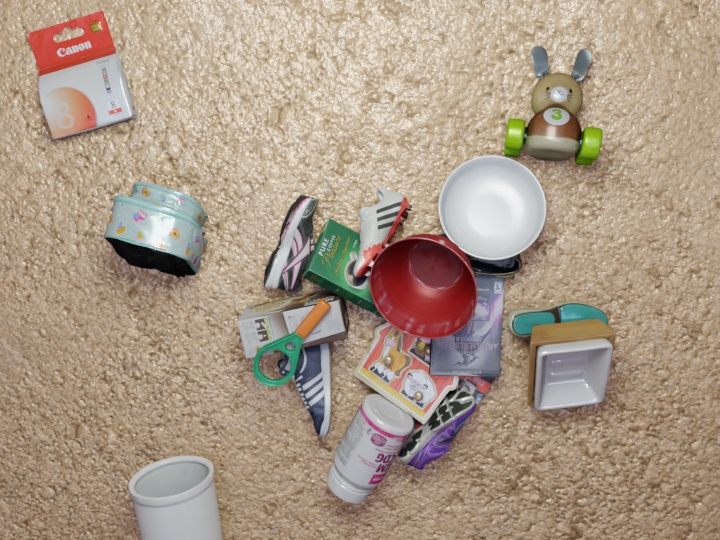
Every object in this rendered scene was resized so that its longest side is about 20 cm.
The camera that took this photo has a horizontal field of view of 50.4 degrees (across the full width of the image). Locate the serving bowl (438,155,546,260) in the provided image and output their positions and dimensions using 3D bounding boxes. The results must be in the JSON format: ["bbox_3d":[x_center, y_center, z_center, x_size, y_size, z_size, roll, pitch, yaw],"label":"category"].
[{"bbox_3d":[0.244,-0.111,1.438,0.197,0.066,0.203,-1,78,4],"label":"serving bowl"}]

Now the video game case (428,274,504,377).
[{"bbox_3d":[0.208,0.105,1.495,0.141,0.019,0.203,3,89,-9],"label":"video game case"}]

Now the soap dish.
[{"bbox_3d":[0.397,0.180,1.470,0.155,0.082,0.201,-7,136,3],"label":"soap dish"}]

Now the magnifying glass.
[{"bbox_3d":[-0.126,0.134,1.424,0.079,0.022,0.200,38,104,-10],"label":"magnifying glass"}]

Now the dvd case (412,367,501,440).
[{"bbox_3d":[0.173,0.242,1.555,0.145,0.022,0.201,31,100,-5],"label":"dvd case"}]

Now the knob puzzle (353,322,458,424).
[{"bbox_3d":[0.109,0.172,1.512,0.217,0.030,0.223,0,87,9],"label":"knob puzzle"}]

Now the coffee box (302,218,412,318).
[{"bbox_3d":[0.000,0.000,1.453,0.198,0.044,0.124,26,63,-13],"label":"coffee box"}]

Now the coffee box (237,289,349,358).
[{"bbox_3d":[-0.126,0.100,1.482,0.198,0.114,0.081,-12,102,4],"label":"coffee box"}]

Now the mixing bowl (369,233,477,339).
[{"bbox_3d":[0.126,0.011,1.390,0.198,0.109,0.202,9,119,17],"label":"mixing bowl"}]

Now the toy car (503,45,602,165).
[{"bbox_3d":[0.354,-0.304,1.379,0.162,0.158,0.203,8,91,10],"label":"toy car"}]

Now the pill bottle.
[{"bbox_3d":[0.015,0.358,1.530,0.112,0.114,0.201,26,110,-4],"label":"pill bottle"}]

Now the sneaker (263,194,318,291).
[{"bbox_3d":[-0.117,-0.049,1.480,0.086,0.080,0.202,19,109,-16],"label":"sneaker"}]

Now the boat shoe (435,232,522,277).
[{"bbox_3d":[0.213,-0.030,1.475,0.199,0.061,0.073,7,101,-1],"label":"boat shoe"}]

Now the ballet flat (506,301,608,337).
[{"bbox_3d":[0.381,0.095,1.499,0.197,0.070,0.070,1,102,-5],"label":"ballet flat"}]

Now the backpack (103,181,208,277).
[{"bbox_3d":[-0.373,-0.075,1.406,0.174,0.200,0.155,17,86,-1],"label":"backpack"}]

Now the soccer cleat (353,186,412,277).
[{"bbox_3d":[0.023,-0.073,1.431,0.085,0.069,0.201,29,63,5],"label":"soccer cleat"}]

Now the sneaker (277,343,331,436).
[{"bbox_3d":[-0.112,0.232,1.527,0.107,0.070,0.203,-1,95,-10],"label":"sneaker"}]

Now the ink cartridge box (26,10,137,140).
[{"bbox_3d":[-0.523,-0.362,1.423,0.160,0.050,0.202,-15,105,4],"label":"ink cartridge box"}]

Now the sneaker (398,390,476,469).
[{"bbox_3d":[0.162,0.321,1.536,0.083,0.081,0.200,36,109,-23],"label":"sneaker"}]

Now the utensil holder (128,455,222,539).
[{"bbox_3d":[-0.367,0.505,1.550,0.168,0.170,0.202,-6,105,2],"label":"utensil holder"}]
